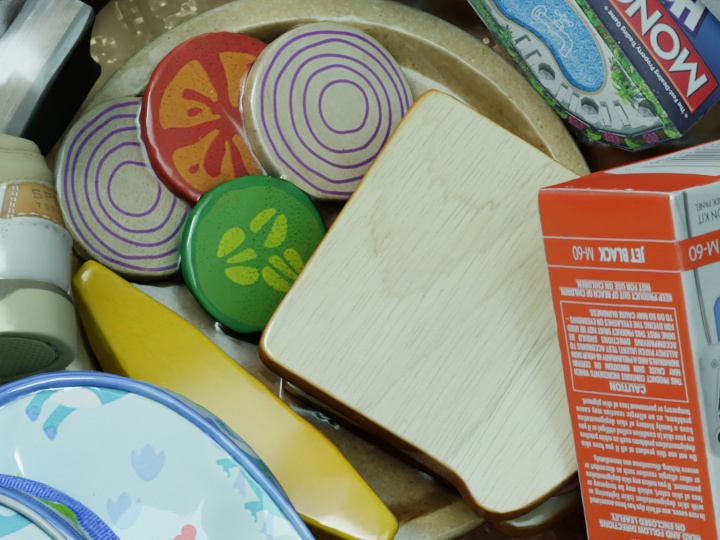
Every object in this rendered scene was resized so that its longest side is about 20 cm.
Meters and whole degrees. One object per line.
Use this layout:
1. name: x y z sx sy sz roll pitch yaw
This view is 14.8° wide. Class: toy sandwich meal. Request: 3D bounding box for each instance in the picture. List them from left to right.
1. toy sandwich meal: 0.000 0.000 0.856 0.205 0.070 0.206 3 76 -10

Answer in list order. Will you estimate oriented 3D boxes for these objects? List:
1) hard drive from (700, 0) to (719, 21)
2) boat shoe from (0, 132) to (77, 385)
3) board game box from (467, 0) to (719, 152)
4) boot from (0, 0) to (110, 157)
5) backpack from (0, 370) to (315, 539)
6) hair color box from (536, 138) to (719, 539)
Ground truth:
1. hard drive: 0.180 -0.101 0.888 0.200 0.042 0.135 40 58 -21
2. boat shoe: -0.183 0.003 0.812 0.200 0.075 0.069 -5 71 0
3. board game box: 0.053 -0.139 0.877 0.200 0.062 0.200 -42 100 -35
4. boot: -0.142 -0.134 0.867 0.174 0.069 0.200 28 65 5
5. backpack: -0.095 0.126 0.750 0.200 0.147 0.183 -33 85 -6
6. hair color box: 0.125 0.063 0.819 0.111 0.064 0.200 -16 103 -35
